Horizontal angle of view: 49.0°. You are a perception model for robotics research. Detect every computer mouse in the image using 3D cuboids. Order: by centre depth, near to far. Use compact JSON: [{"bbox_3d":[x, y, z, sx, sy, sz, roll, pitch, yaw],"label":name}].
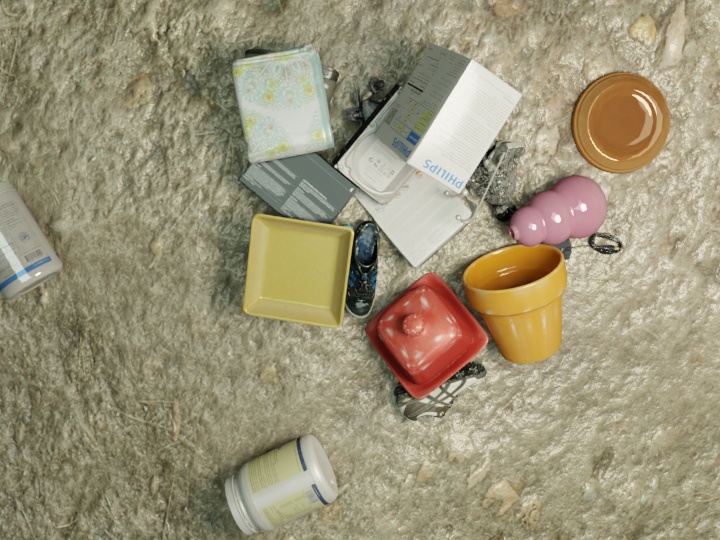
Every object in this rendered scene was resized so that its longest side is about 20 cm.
[{"bbox_3d":[0.440,-0.044,1.613,0.197,0.034,0.059,-7,95,0],"label":"computer mouse"}]

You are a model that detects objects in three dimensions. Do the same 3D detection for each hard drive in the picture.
[{"bbox_3d":[0.059,-0.241,1.533,0.139,0.038,0.200,37,102,-25],"label":"hard drive"}]

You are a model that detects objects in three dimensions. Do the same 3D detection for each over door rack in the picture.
[{"bbox_3d":[0.207,-0.210,1.478,0.066,0.149,0.201,5,137,-28],"label":"over door rack"}]

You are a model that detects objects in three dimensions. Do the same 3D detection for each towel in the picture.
[{"bbox_3d":[-0.147,-0.317,1.502,0.169,0.048,0.203,-11,92,0],"label":"towel"}]

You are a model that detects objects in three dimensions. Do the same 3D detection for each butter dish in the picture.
[{"bbox_3d":[0.116,0.118,1.551,0.199,0.148,0.201,-40,69,5],"label":"butter dish"}]

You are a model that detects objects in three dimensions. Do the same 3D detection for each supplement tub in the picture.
[{"bbox_3d":[-0.693,-0.058,1.555,0.131,0.132,0.201,-31,94,3],"label":"supplement tub"},{"bbox_3d":[-0.160,0.437,1.605,0.198,0.145,0.146,-25,96,2],"label":"supplement tub"}]

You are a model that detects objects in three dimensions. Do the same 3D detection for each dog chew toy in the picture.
[{"bbox_3d":[0.381,-0.108,1.547,0.198,0.124,0.126,-21,96,-14],"label":"dog chew toy"}]

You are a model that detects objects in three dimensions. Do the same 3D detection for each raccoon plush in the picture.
[{"bbox_3d":[0.298,-0.174,1.542,0.200,0.134,0.097,42,69,-19],"label":"raccoon plush"}]

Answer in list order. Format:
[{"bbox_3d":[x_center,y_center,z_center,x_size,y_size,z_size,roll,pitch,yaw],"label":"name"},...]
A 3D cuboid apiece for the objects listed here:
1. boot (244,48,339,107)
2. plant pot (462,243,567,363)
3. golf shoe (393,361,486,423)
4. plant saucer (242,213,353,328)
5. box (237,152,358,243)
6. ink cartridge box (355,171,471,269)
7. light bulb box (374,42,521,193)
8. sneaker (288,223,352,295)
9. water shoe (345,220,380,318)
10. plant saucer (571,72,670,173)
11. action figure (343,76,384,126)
[{"bbox_3d":[-0.145,-0.354,1.558,0.198,0.068,0.132,15,95,-3],"label":"boot"},{"bbox_3d":[0.319,0.073,1.557,0.198,0.201,0.185,-18,111,2],"label":"plant pot"},{"bbox_3d":[0.172,0.251,1.630,0.198,0.078,0.095,-19,107,9],"label":"golf shoe"},{"bbox_3d":[-0.119,-0.002,1.538,0.197,0.048,0.203,9,103,3],"label":"plant saucer"},{"bbox_3d":[-0.121,-0.173,1.573,0.199,0.079,0.141,40,98,-3],"label":"box"},{"bbox_3d":[0.108,-0.129,1.607,0.162,0.050,0.200,-41,77,5],"label":"ink cartridge box"},{"bbox_3d":[0.149,-0.274,1.405,0.124,0.198,0.201,27,103,-25],"label":"light bulb box"},{"bbox_3d":[-0.065,-0.002,1.599,0.091,0.078,0.201,35,104,-7],"label":"sneaker"},{"bbox_3d":[0.000,0.000,1.591,0.071,0.079,0.203,4,96,-1],"label":"water shoe"},{"bbox_3d":[0.526,-0.296,1.585,0.197,0.037,0.203,0,96,0],"label":"plant saucer"},{"bbox_3d":[0.061,-0.322,1.564,0.197,0.069,0.132,-10,101,4],"label":"action figure"}]
